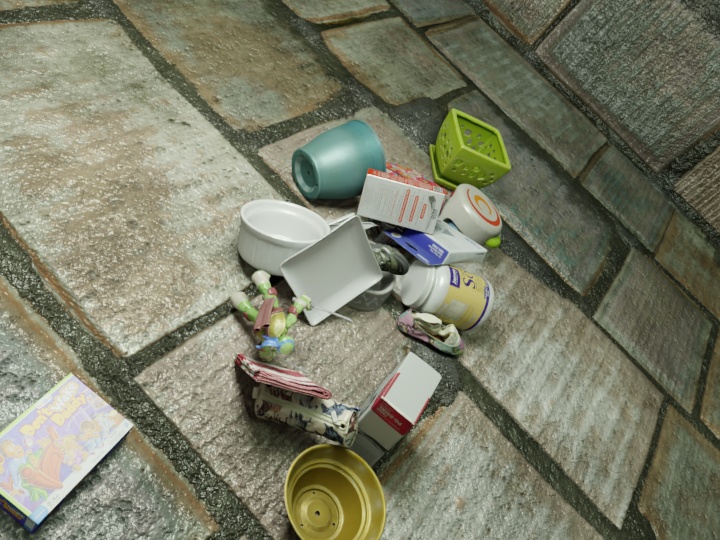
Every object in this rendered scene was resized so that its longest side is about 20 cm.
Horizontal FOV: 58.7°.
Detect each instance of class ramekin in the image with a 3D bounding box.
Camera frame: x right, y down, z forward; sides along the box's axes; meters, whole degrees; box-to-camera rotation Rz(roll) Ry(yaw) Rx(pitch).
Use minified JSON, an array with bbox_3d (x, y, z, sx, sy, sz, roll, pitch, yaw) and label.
[{"bbox_3d":[-0.174,-0.070,1.414,0.200,0.098,0.201,14,26,-7],"label":"ramekin"}]

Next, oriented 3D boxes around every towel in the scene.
[{"bbox_3d":[-0.150,0.194,1.194,0.144,0.200,0.023,21,85,-23],"label":"towel"}]

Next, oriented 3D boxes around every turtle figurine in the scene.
[{"bbox_3d":[-0.163,0.106,1.294,0.200,0.144,0.194,-7,45,-41],"label":"turtle figurine"}]

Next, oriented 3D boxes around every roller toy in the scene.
[{"bbox_3d":[0.304,-0.147,1.860,0.182,0.140,0.200,23,40,-35],"label":"roller toy"}]

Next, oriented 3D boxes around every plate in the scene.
[{"bbox_3d":[-0.063,-0.002,1.378,0.199,0.200,0.032,-34,44,-11],"label":"plate"}]

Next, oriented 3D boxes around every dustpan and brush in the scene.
[{"bbox_3d":[-0.076,-0.109,1.578,0.200,0.140,0.057,-21,104,-15],"label":"dustpan and brush"}]

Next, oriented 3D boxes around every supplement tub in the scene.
[{"bbox_3d":[0.217,0.060,1.607,0.200,0.145,0.146,21,45,-23],"label":"supplement tub"}]

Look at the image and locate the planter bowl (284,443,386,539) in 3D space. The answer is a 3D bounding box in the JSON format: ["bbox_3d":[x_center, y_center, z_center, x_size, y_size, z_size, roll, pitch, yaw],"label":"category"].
[{"bbox_3d":[-0.060,0.418,1.129,0.200,0.083,0.201,21,44,-22],"label":"planter bowl"}]

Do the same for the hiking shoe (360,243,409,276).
[{"bbox_3d":[0.018,-0.014,1.500,0.200,0.076,0.101,20,56,-13],"label":"hiking shoe"}]

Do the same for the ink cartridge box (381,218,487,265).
[{"bbox_3d":[0.189,-0.078,1.636,0.200,0.041,0.200,-5,32,-39],"label":"ink cartridge box"}]

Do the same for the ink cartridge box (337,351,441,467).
[{"bbox_3d":[0.054,0.277,1.254,0.083,0.200,0.145,38,41,3],"label":"ink cartridge box"}]

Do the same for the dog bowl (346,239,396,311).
[{"bbox_3d":[0.000,0.000,1.560,0.200,0.059,0.200,20,45,-21],"label":"dog bowl"}]

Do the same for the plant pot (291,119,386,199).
[{"bbox_3d":[-0.067,-0.271,1.655,0.188,0.200,0.200,-22,69,-31],"label":"plant pot"}]

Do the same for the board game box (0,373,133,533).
[{"bbox_3d":[-0.468,0.271,0.973,0.134,0.045,0.200,40,41,-2],"label":"board game box"}]

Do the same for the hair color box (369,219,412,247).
[{"bbox_3d":[0.125,-0.122,1.760,0.200,0.061,0.099,8,51,-32],"label":"hair color box"}]

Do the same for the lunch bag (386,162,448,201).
[{"bbox_3d":[0.149,-0.237,1.818,0.176,0.082,0.200,1,29,-40],"label":"lunch bag"}]

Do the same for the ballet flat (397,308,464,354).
[{"bbox_3d":[0.186,0.148,1.563,0.200,0.071,0.069,26,43,-18],"label":"ballet flat"}]

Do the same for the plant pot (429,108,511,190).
[{"bbox_3d":[0.332,-0.360,2.035,0.199,0.182,0.200,18,46,-24],"label":"plant pot"}]

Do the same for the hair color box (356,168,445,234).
[{"bbox_3d":[0.101,-0.173,1.603,0.200,0.111,0.064,15,24,0],"label":"hair color box"}]

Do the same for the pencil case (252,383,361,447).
[{"bbox_3d":[-0.101,0.261,1.185,0.200,0.090,0.078,16,65,13],"label":"pencil case"}]
